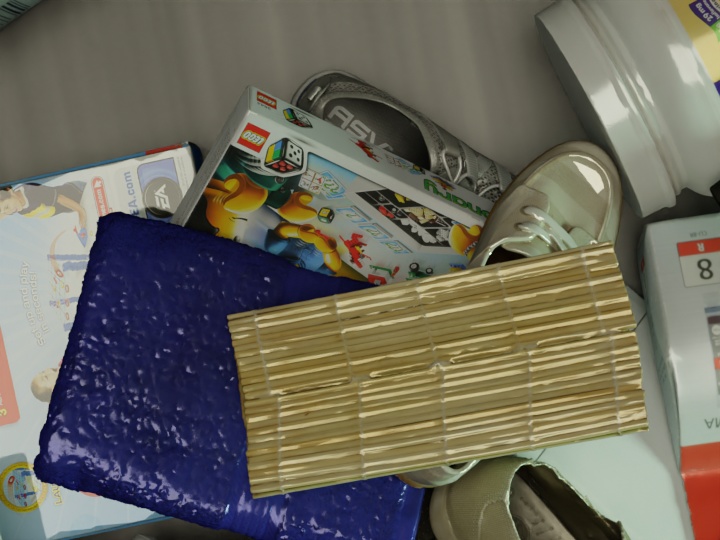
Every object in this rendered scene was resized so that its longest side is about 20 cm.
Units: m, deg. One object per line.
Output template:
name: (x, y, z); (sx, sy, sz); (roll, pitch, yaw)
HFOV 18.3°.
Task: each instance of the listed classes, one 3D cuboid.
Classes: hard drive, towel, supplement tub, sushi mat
hard drive: (0.183, 0.118, 1.215); (0.200, 0.027, 0.132); (41, 58, -1)
towel: (-0.056, 0.064, 1.141); (0.199, 0.050, 0.148); (17, 74, -10)
supplement tub: (0.207, -0.128, 1.178); (0.200, 0.145, 0.146); (-29, 91, 2)
sushi mat: (0.036, 0.048, 1.082); (0.199, 0.012, 0.096); (-11, 68, 10)

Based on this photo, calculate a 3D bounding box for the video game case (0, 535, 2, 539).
video game case: (-0.223, 0.212, 1.213); (0.143, 0.018, 0.201); (-8, 102, 42)

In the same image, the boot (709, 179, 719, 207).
boot: (0.289, -0.002, 1.127); (0.138, 0.077, 0.200); (-37, 104, 7)

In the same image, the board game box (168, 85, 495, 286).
board game box: (0.000, 0.000, 1.182); (0.200, 0.035, 0.126); (25, 116, -15)

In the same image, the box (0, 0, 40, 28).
box: (-0.239, -0.228, 1.207); (0.184, 0.105, 0.200); (-34, 90, 2)

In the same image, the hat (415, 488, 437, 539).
hat: (0.058, 0.193, 1.221); (0.200, 0.081, 0.201); (2, 84, -22)

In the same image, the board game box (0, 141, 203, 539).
board game box: (-0.165, 0.047, 1.240); (0.195, 0.056, 0.201); (-12, 92, 2)

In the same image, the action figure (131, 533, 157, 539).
action figure: (-0.111, 0.184, 1.230); (0.199, 0.055, 0.118); (-9, 124, 6)

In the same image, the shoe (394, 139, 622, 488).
shoe: (0.079, 0.021, 1.122); (0.070, 0.053, 0.200); (31, 78, -7)

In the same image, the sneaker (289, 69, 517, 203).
sneaker: (0.042, -0.036, 1.217); (0.200, 0.082, 0.075); (32, 93, 0)

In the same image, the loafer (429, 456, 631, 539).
loafer: (0.120, 0.171, 1.148); (0.200, 0.068, 0.076); (42, 61, -2)

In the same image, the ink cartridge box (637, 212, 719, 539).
ink cartridge box: (0.242, 0.062, 1.193); (0.162, 0.050, 0.201); (-7, 68, -4)
